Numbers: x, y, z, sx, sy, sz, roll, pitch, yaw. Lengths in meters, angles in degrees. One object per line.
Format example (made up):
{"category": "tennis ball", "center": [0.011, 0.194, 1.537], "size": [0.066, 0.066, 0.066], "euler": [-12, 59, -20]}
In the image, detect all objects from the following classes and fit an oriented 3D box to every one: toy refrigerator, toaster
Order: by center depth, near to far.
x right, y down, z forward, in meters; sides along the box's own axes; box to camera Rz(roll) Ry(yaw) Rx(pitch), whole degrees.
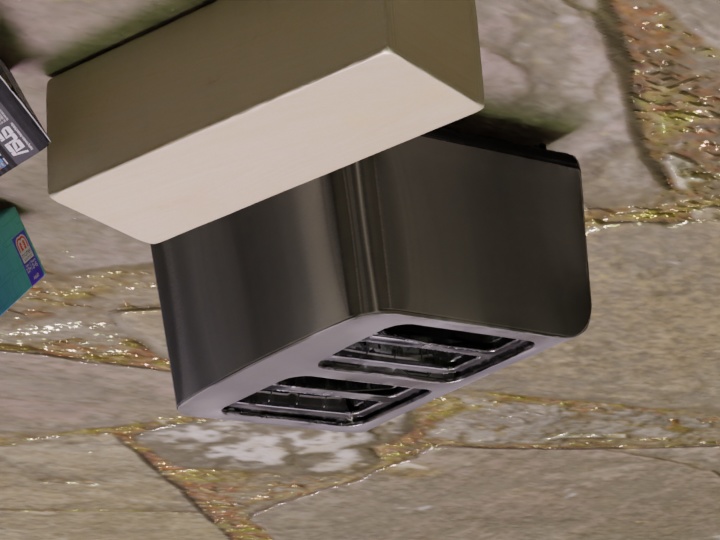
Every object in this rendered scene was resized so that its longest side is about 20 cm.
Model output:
{"category": "toy refrigerator", "center": [-0.047, -0.083, 1.218], "size": [0.199, 0.070, 0.076], "euler": [-22, 150, 33]}
{"category": "toaster", "center": [0.000, 0.000, 1.399], "size": [0.199, 0.119, 0.180], "euler": [9, 154, -41]}

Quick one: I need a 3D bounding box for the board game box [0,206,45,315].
{"category": "board game box", "center": [-0.267, 0.040, 1.352], "size": [0.151, 0.045, 0.200], "euler": [-18, -165, 23]}

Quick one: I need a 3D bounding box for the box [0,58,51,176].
{"category": "box", "center": [-0.234, -0.063, 1.144], "size": [0.160, 0.044, 0.200], "euler": [-32, 160, -1]}
